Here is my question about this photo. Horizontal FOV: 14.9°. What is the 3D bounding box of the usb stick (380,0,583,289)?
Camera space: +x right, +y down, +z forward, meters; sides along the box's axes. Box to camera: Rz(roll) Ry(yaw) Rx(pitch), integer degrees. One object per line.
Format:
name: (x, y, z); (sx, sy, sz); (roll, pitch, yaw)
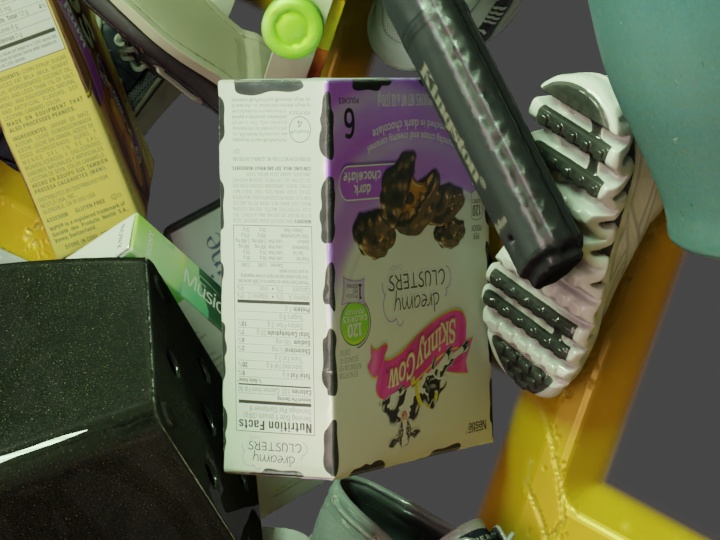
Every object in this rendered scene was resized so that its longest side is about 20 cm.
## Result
usb stick: (0.055, -0.086, 1.394); (0.201, 0.032, 0.055); (64, 156, 11)

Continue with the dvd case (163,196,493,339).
dvd case: (-0.016, 0.003, 1.561); (0.199, 0.018, 0.144); (-27, 78, 33)

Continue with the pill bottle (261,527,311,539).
pill bottle: (-0.044, 0.247, 1.502); (0.110, 0.111, 0.201); (3, 115, 34)

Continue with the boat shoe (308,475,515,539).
boat shoe: (0.051, 0.168, 1.492); (0.200, 0.070, 0.072); (24, 111, 34)

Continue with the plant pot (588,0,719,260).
plant pot: (0.205, -0.110, 1.311); (0.199, 0.200, 0.189); (2, 109, 34)

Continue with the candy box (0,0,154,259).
candy box: (-0.174, -0.120, 1.503); (0.056, 0.117, 0.201); (-18, 110, 5)

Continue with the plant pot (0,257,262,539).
plant pot: (-0.157, 0.107, 1.422); (0.176, 0.201, 0.200); (-23, 35, 10)

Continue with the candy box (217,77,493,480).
candy box: (0.000, 0.000, 1.437); (0.071, 0.167, 0.202); (1, 95, 31)

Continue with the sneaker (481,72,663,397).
sneaker: (0.121, -0.018, 1.437); (0.075, 0.081, 0.201); (40, 133, 30)

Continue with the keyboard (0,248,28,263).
keyboard: (-0.228, 0.014, 1.714); (0.199, 0.011, 0.057); (23, 100, 31)

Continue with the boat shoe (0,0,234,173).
boat shoe: (-0.151, -0.130, 1.590); (0.200, 0.092, 0.075); (-55, 35, 24)

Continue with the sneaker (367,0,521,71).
sneaker: (0.053, -0.181, 1.445); (0.200, 0.115, 0.075); (-44, 69, 28)

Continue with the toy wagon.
toy wagon: (-0.010, -0.195, 1.472); (0.039, 0.155, 0.201); (19, 105, -3)

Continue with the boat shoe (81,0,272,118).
boat shoe: (-0.105, -0.119, 1.518); (0.063, 0.200, 0.073); (-32, 39, 28)

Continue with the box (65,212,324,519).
box: (-0.111, 0.069, 1.528); (0.144, 0.200, 0.036); (-31, 35, 26)
